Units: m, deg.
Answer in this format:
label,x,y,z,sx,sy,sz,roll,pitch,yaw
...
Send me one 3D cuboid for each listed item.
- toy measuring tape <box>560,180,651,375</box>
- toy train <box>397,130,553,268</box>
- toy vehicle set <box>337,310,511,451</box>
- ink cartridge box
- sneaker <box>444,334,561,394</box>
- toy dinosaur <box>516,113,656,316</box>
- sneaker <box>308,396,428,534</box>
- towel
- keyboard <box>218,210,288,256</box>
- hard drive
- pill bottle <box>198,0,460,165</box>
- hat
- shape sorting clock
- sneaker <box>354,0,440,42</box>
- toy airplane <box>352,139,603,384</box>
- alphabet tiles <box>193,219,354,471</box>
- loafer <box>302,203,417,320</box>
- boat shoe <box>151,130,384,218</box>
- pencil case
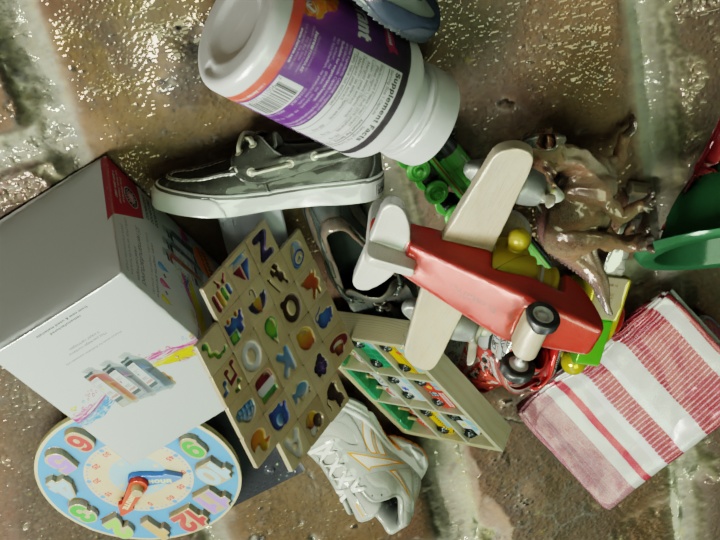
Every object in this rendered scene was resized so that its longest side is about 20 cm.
label,x,y,z,sx,sy,sz,roll,pitch,yaw
toy measuring tape,0.222,0.002,1.808,0.073,0.074,0.202,8,110,-21
toy train,0.103,-0.052,1.703,0.056,0.042,0.200,-39,121,4
toy vehicle set,0.045,0.104,1.823,0.123,0.027,0.200,6,151,40
ink cartridge box,-0.207,0.038,1.658,0.144,0.146,0.200,-30,135,15
sneaker,0.125,0.087,1.820,0.067,0.109,0.202,12,131,-24
toy dinosaur,0.183,-0.056,1.691,0.134,0.086,0.202,-7,124,-6
sneaker,-0.006,0.192,1.893,0.075,0.093,0.199,-22,139,38
towel,0.267,0.127,1.863,0.200,0.023,0.144,-41,102,21
keyboard,-0.086,0.001,1.733,0.056,0.011,0.201,-14,144,-2
hard drive,-0.155,0.157,1.867,0.134,0.043,0.200,-27,134,14
pill bottle,-0.020,-0.157,1.533,0.199,0.112,0.111,24,125,-33
hat,0.331,-0.106,1.744,0.164,0.178,0.199,3,167,-38
shape sorting clock,-0.212,0.196,1.838,0.198,0.040,0.201,-2,139,-1
sneaker,0.016,-0.251,1.478,0.082,0.071,0.200,-34,135,20
toy airplane,0.094,-0.009,1.635,0.198,0.141,0.200,-11,116,35
alphabet tiles,-0.072,0.066,1.672,0.006,0.167,0.201,1,127,38
loafer,0.000,0.000,1.732,0.071,0.063,0.201,-22,136,11
boat shoe,-0.080,-0.088,1.627,0.198,0.071,0.064,-6,111,-1
pencil case,0.286,0.126,1.920,0.199,0.084,0.090,-35,145,21
